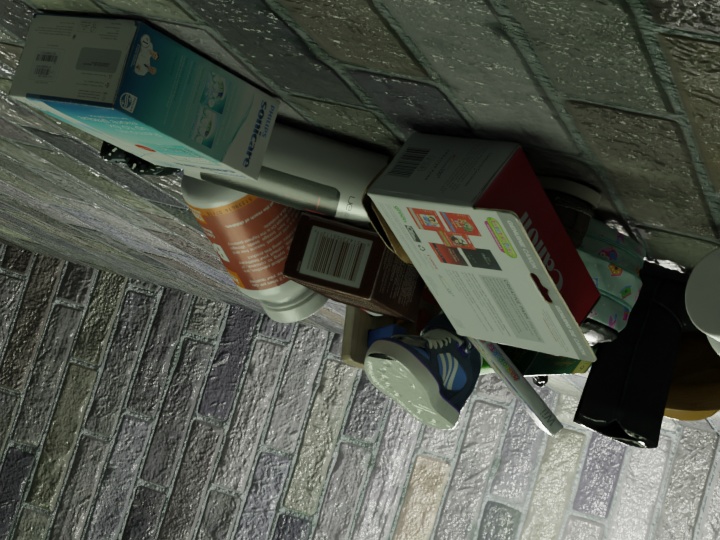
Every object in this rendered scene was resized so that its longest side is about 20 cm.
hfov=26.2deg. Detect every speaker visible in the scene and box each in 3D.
[{"bbox_3d":[-0.073,-0.106,1.564,0.200,0.081,0.081,17,173,-1],"label":"speaker"}]

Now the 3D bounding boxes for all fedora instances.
[{"bbox_3d":[0.378,0.113,1.768,0.200,0.201,0.082,14,136,20],"label":"fedora"}]

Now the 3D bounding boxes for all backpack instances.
[{"bbox_3d":[0.208,0.009,1.605,0.167,0.127,0.200,17,176,-11],"label":"backpack"}]

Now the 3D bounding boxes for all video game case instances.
[{"bbox_3d":[0.143,0.091,1.666,0.200,0.018,0.143,51,179,2],"label":"video game case"}]

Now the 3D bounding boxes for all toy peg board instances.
[{"bbox_3d":[0.091,0.036,1.900,0.199,0.200,0.098,23,153,-37],"label":"toy peg board"}]

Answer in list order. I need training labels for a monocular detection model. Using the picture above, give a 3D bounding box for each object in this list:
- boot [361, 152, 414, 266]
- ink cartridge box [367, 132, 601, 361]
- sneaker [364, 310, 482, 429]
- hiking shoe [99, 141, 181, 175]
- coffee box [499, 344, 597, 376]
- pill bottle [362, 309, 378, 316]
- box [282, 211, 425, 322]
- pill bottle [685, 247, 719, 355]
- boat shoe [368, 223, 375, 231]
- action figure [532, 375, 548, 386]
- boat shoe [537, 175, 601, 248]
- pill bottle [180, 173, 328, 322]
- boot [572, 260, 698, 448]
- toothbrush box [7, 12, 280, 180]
[{"bbox_3d":[0.067,-0.024,1.536,0.074,0.075,0.200,25,153,57],"label":"boot"},{"bbox_3d":[0.132,-0.021,1.409,0.175,0.084,0.200,12,145,45],"label":"ink cartridge box"},{"bbox_3d":[0.080,0.080,1.759,0.081,0.147,0.200,8,155,31],"label":"sneaker"},{"bbox_3d":[-0.221,-0.141,1.725,0.087,0.074,0.200,12,-174,-27],"label":"hiking shoe"},{"bbox_3d":[0.174,0.039,1.771,0.123,0.044,0.200,4,-142,-45],"label":"coffee box"},{"bbox_3d":[-0.035,-0.036,1.816,0.200,0.109,0.109,28,177,19],"label":"pill bottle"},{"bbox_3d":[0.000,0.000,1.634,0.100,0.075,0.200,15,174,16],"label":"box"},{"bbox_3d":[0.400,0.047,1.483,0.120,0.120,0.200,9,170,46],"label":"pill bottle"},{"bbox_3d":[0.050,-0.053,1.726,0.200,0.071,0.063,18,-179,-12],"label":"boat shoe"},{"bbox_3d":[0.251,0.053,1.870,0.119,0.200,0.102,31,144,32],"label":"action figure"},{"bbox_3d":[0.146,-0.058,1.505,0.072,0.060,0.200,23,171,-40],"label":"boat shoe"},{"bbox_3d":[-0.106,-0.041,1.693,0.112,0.112,0.200,11,140,41],"label":"pill bottle"},{"bbox_3d":[0.336,0.100,1.673,0.165,0.200,0.066,14,151,19],"label":"boot"},{"bbox_3d":[-0.196,-0.158,1.424,0.146,0.085,0.200,11,172,38],"label":"toothbrush box"}]
